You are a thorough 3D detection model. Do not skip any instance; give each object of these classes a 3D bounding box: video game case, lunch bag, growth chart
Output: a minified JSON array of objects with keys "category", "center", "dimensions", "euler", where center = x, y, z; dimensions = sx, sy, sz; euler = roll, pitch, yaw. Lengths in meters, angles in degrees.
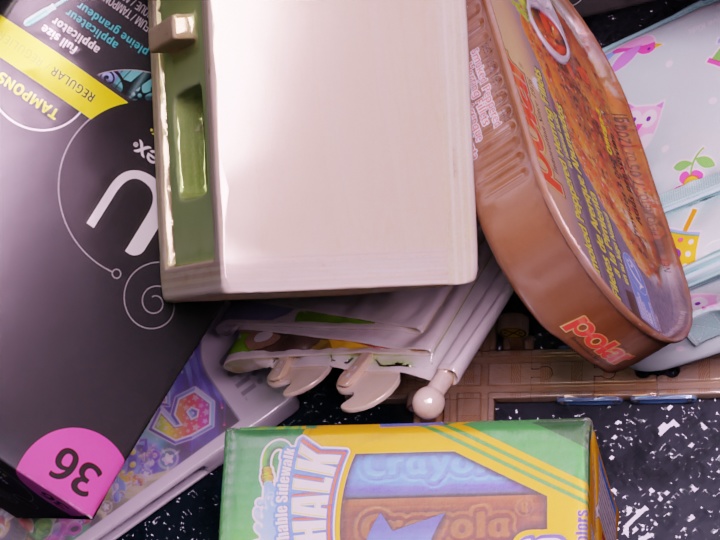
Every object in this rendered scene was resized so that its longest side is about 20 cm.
[{"category":"video game case","center":[-0.147,0.065,1.248],"dimensions":[0.200,0.018,0.143],"euler":[-35,65,-5]},{"category":"lunch bag","center":[0.178,-0.049,1.159],"dimensions":[0.199,0.077,0.161],"euler":[-23,43,20]},{"category":"growth chart","center":[0.000,0.000,1.183],"dimensions":[0.199,0.018,0.145],"euler":[14,59,50]}]

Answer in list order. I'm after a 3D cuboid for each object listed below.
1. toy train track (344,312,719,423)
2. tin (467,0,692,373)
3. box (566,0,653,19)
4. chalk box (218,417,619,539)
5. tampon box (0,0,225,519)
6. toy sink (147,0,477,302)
[{"category":"toy train track","center":[0.090,0.043,1.202],"dimensions":[0.199,0.033,0.115],"euler":[-1,67,10]},{"category":"tin","center":[0.078,-0.048,1.092],"dimensions":[0.042,0.112,0.201],"euler":[-29,49,20]},{"category":"box","center":[0.172,-0.196,1.158],"dimensions":[0.199,0.148,0.125],"euler":[-8,103,48]},{"category":"chalk box","center":[0.005,0.140,1.127],"dimensions":[0.199,0.125,0.125],"euler":[-1,67,10]},{"category":"tampon box","center":[-0.141,-0.014,1.169],"dimensions":[0.150,0.126,0.201],"euler":[34,74,-15]},{"category":"toy sink","center":[-0.027,-0.090,1.076],"dimensions":[0.111,0.130,0.201],"euler":[-2,89,-15]}]
